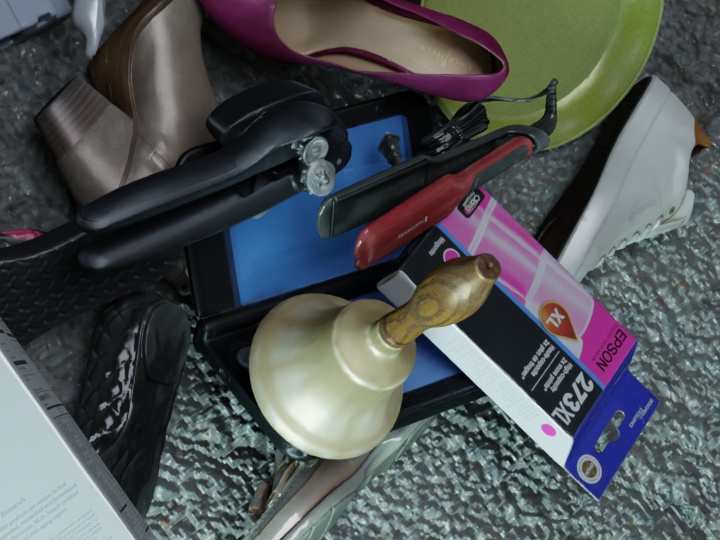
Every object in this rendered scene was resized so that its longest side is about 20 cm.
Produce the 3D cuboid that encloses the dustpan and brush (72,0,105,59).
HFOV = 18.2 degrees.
[{"bbox_3d":[-0.177,-0.232,1.409,0.057,0.140,0.201,9,77,-6],"label":"dustpan and brush"}]

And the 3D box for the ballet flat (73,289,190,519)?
[{"bbox_3d":[-0.156,0.107,1.368,0.066,0.057,0.201,34,67,-37],"label":"ballet flat"}]

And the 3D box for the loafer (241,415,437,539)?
[{"bbox_3d":[-0.024,0.121,1.409,0.063,0.072,0.200,41,55,10],"label":"loafer"}]

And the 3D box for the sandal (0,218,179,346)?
[{"bbox_3d":[-0.207,0.006,1.360,0.199,0.045,0.075,-20,123,-17],"label":"sandal"}]

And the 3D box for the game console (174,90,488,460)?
[{"bbox_3d":[0.000,0.000,1.404,0.199,0.117,0.176,-18,50,-33],"label":"game console"}]

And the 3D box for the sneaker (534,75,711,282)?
[{"bbox_3d":[0.183,-0.038,1.537,0.085,0.073,0.200,40,65,-12],"label":"sneaker"}]

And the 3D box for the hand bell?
[{"bbox_3d":[0.024,0.030,1.275,0.104,0.200,0.105,11,65,-25],"label":"hand bell"}]

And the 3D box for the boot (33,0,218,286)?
[{"bbox_3d":[-0.112,-0.093,1.435,0.146,0.070,0.200,46,63,-12],"label":"boot"}]

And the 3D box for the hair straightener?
[{"bbox_3d":[0.047,-0.075,1.406,0.200,0.041,0.077,-35,57,-27],"label":"hair straightener"}]

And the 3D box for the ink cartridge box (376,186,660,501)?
[{"bbox_3d":[0.109,0.043,1.419,0.200,0.037,0.095,45,54,-10],"label":"ink cartridge box"}]

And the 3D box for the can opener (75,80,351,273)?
[{"bbox_3d":[-0.086,-0.049,1.339,0.200,0.078,0.064,-33,127,-31],"label":"can opener"}]

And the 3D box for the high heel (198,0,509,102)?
[{"bbox_3d":[-0.003,-0.157,1.413,0.199,0.096,0.068,13,86,-14],"label":"high heel"}]

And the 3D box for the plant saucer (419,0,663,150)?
[{"bbox_3d":[0.118,-0.180,1.529,0.199,0.031,0.201,-12,114,-28],"label":"plant saucer"}]

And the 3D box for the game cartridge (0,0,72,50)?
[{"bbox_3d":[-0.294,-0.179,1.394,0.199,0.040,0.134,-27,90,-28],"label":"game cartridge"}]

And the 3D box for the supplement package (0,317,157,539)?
[{"bbox_3d":[-0.225,0.124,1.242,0.151,0.151,0.200,-35,90,-4],"label":"supplement package"}]
